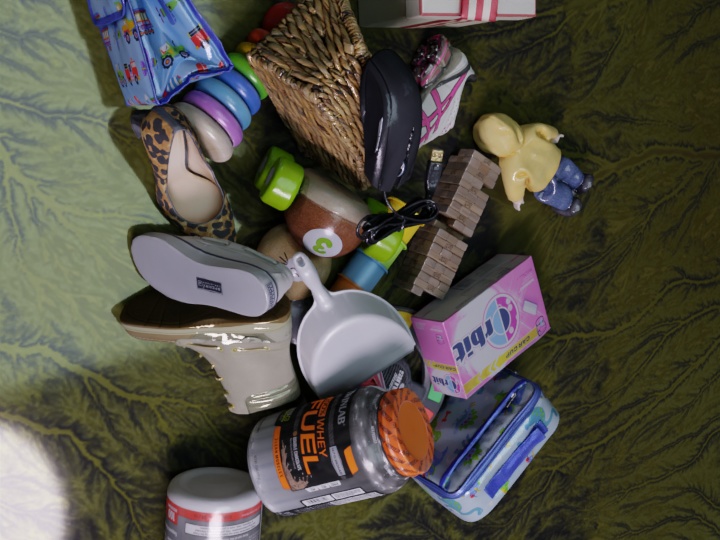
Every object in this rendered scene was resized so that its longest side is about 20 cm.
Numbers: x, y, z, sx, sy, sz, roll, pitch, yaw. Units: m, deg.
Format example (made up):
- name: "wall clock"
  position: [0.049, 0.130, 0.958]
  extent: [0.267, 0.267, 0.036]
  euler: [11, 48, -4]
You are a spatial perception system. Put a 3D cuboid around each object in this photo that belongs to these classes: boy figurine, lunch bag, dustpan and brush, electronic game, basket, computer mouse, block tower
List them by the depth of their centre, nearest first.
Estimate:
- name: "lunch bag"
  position: [-0.228, -0.278, 0.862]
  extent: [0.093, 0.150, 0.202]
  euler: [-31, 111, -19]
- name: "computer mouse"
  position: [0.056, -0.131, 0.905]
  extent: [0.140, 0.046, 0.203]
  euler: [-17, 115, -48]
- name: "basket"
  position: [-0.007, -0.207, 0.952]
  extent: [0.149, 0.142, 0.200]
  euler: [-49, 150, -11]
- name: "dustpan and brush"
  position: [-0.029, 0.054, 0.977]
  extent: [0.139, 0.057, 0.201]
  euler: [-31, 139, -2]
- name: "electronic game"
  position: [0.032, 0.145, 1.131]
  extent: [0.197, 0.041, 0.203]
  euler: [-5, 101, -27]
- name: "block tower"
  position: [0.116, -0.058, 1.131]
  extent: [0.057, 0.054, 0.202]
  euler: [28, 86, -27]
- name: "lunch bag"
  position: [0.162, 0.226, 1.144]
  extent: [0.200, 0.160, 0.083]
  euler: [-48, 116, -11]
- name: "boy figurine"
  position: [0.231, -0.146, 1.170]
  extent: [0.199, 0.064, 0.126]
  euler: [29, 86, -27]

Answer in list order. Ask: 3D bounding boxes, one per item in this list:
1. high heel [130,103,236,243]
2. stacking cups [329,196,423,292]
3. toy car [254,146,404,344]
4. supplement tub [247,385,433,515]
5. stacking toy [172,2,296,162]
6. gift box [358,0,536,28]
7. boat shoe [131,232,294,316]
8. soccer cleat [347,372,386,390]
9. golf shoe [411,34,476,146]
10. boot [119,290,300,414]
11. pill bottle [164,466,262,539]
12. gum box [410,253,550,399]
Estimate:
- name: "high heel"
  position: [-0.179, -0.088, 0.925]
  extent: [0.071, 0.142, 0.201]
  euler: [-38, 113, -16]
- name: "stacking cups"
  position: [0.000, 0.000, 1.081]
  extent: [0.060, 0.060, 0.201]
  euler: [42, 81, -26]
- name: "toy car"
  position: [-0.072, -0.014, 1.000]
  extent: [0.163, 0.158, 0.202]
  euler: [26, 99, -18]
- name: "supplement tub"
  position: [-0.023, 0.207, 0.988]
  extent: [0.122, 0.198, 0.124]
  euler: [43, 36, -43]
- name: "stacking toy"
  position: [-0.129, -0.224, 0.972]
  extent: [0.085, 0.085, 0.201]
  euler: [43, 72, -26]
- name: "gift box"
  position: [0.114, -0.383, 0.999]
  extent: [0.197, 0.186, 0.187]
  euler: [-13, 105, -23]
- name: "boat shoe"
  position: [-0.164, -0.006, 0.941]
  extent: [0.066, 0.198, 0.073]
  euler: [-36, 130, -51]
- name: "soccer cleat"
  position: [0.012, 0.165, 1.065]
  extent: [0.067, 0.073, 0.202]
  euler: [-22, 107, -13]
- name: "golf shoe"
  position: [0.084, -0.193, 1.081]
  extent: [0.092, 0.072, 0.202]
  euler: [32, 83, -29]
- name: "boot"
  position: [-0.172, 0.097, 0.994]
  extent: [0.197, 0.073, 0.156]
  euler: [0, 130, 4]
- name: "pill bottle"
  position: [-0.179, 0.350, 1.016]
  extent: [0.114, 0.116, 0.203]
  euler: [1, 98, -27]
- name: "gum box"
  position: [0.170, 0.068, 1.154]
  extent: [0.199, 0.066, 0.115]
  euler: [-33, 113, -32]
